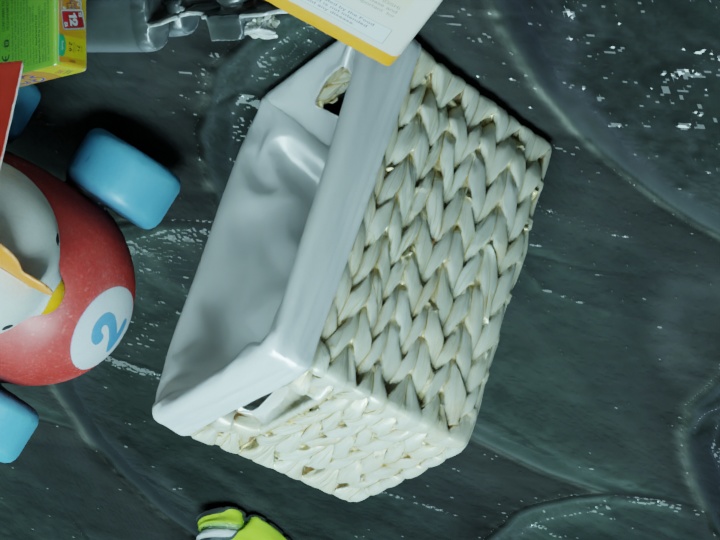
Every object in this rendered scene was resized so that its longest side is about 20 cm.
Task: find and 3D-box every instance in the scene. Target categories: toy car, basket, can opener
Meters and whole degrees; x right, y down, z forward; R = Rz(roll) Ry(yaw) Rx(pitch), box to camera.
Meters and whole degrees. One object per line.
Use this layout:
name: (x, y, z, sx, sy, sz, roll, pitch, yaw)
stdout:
toy car: (-0.190, -0.004, 1.537, 0.177, 0.185, 0.200, 32, 177, -14)
basket: (0.000, 0.000, 1.476, 0.123, 0.200, 0.136, 28, 150, -20)
can opener: (-0.107, -0.140, 1.481, 0.200, 0.053, 0.067, -3, 106, 35)

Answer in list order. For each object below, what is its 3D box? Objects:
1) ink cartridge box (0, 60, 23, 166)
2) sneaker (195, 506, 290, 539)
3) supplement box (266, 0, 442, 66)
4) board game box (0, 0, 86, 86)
ink cartridge box: (-0.232, -0.030, 1.417, 0.047, 0.160, 0.200, 15, 177, -27)
sneaker: (-0.050, 0.245, 1.999, 0.200, 0.081, 0.074, 41, 146, -27)
supplement box: (0.005, -0.188, 1.291, 0.126, 0.074, 0.200, 29, 149, -8)
board game box: (-0.213, -0.133, 1.510, 0.200, 0.096, 0.030, -8, 169, 41)
